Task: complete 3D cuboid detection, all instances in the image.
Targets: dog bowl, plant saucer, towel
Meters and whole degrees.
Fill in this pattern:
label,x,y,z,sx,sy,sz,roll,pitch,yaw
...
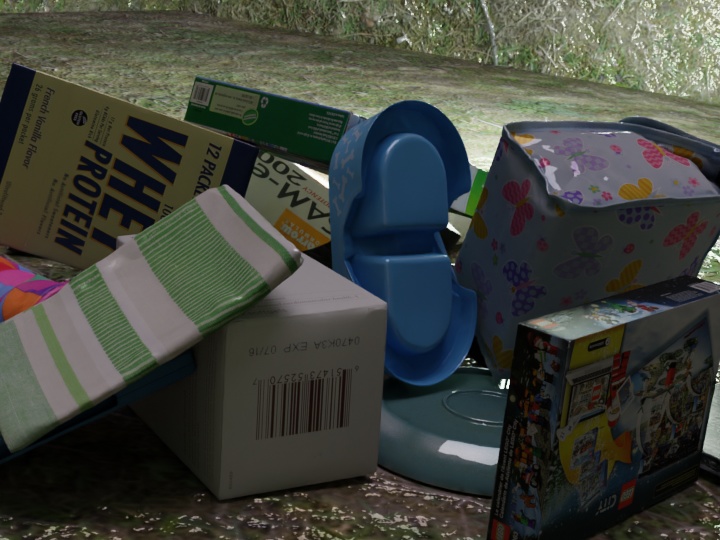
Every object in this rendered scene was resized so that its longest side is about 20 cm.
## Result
label,x,y,z,sx,sy,sz,roll,pitch,yaw
dog bowl,0.027,-0.019,1.013,0.111,0.203,0.049,-3,-1,-42
plant saucer,0.088,0.106,0.986,0.197,0.028,0.200,5,15,-1
towel,-0.141,0.021,0.854,0.199,0.024,0.152,-31,29,-12

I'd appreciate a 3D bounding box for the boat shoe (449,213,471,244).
label,x,y,z,sx,sy,sz,roll,pitch,yaw
boat shoe,0.123,-0.061,1.543,0.069,0.072,0.200,8,8,20

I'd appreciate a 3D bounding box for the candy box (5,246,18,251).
label,x,y,z,sx,sy,sz,roll,pitch,yaw
candy box,-0.237,-0.063,1.398,0.197,0.073,0.168,6,15,-2

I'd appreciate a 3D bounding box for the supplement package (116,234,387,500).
label,x,y,z,sx,sy,sz,roll,pitch,yaw
supplement package,-0.080,0.053,0.939,0.116,0.119,0.200,-6,18,-29

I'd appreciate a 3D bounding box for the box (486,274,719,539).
label,x,y,z,sx,sy,sz,roll,pitch,yaw
box,0.158,0.086,0.871,0.037,0.138,0.199,20,20,38

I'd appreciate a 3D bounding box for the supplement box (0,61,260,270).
label,x,y,z,sx,sy,sz,roll,pitch,yaw
supplement box,-0.201,-0.068,1.158,0.197,0.136,0.200,18,1,-9

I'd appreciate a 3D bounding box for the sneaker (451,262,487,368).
label,x,y,z,sx,sy,sz,roll,pitch,yaw
sneaker,0.134,0.045,1.174,0.103,0.061,0.200,0,21,-22

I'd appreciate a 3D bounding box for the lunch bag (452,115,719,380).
label,x,y,z,sx,sy,sz,roll,pitch,yaw
lunch bag,0.182,-0.020,1.063,0.198,0.171,0.128,-4,41,-26

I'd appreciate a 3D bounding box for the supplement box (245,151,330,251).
label,x,y,z,sx,sy,sz,roll,pitch,yaw
supplement box,-0.069,-0.089,1.459,0.125,0.074,0.200,35,12,-11

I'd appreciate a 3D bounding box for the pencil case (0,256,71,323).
label,x,y,z,sx,sy,sz,roll,pitch,yaw
pencil case,-0.277,0.024,1.043,0.199,0.090,0.088,21,21,38

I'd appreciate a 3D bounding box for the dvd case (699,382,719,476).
label,x,y,z,sx,sy,sz,roll,pitch,yaw
dvd case,0.299,0.119,1.031,0.198,0.016,0.148,-7,21,-42

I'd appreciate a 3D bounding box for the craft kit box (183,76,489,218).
label,x,y,z,sx,sy,sz,roll,pitch,yaw
craft kit box,-0.012,-0.099,1.156,0.196,0.049,0.199,13,4,-44

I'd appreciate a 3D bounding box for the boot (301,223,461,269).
label,x,y,z,sx,sy,sz,roll,pitch,yaw
boot,0.001,0.000,1.235,0.164,0.066,0.200,-31,-4,11

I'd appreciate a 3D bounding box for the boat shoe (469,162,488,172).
label,x,y,z,sx,sy,sz,roll,pitch,yaw
boat shoe,0.122,-0.069,1.278,0.198,0.063,0.071,21,1,-8

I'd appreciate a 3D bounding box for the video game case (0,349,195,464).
label,x,y,z,sx,sy,sz,roll,pitch,yaw
video game case,-0.217,0.074,0.872,0.198,0.018,0.143,-24,26,-21
